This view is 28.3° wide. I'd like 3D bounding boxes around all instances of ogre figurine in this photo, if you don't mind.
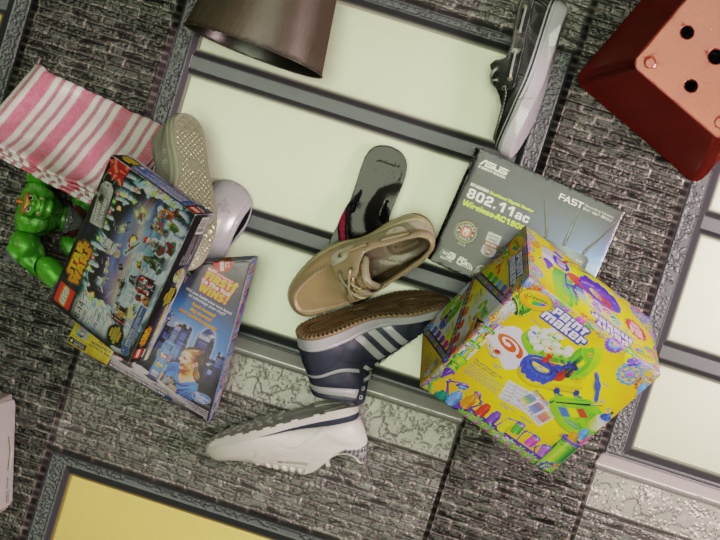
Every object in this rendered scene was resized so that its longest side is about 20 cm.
[{"bbox_3d":[-0.365,-0.062,1.748,0.119,0.098,0.201,13,101,-7],"label":"ogre figurine"}]

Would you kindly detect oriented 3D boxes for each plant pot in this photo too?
[{"bbox_3d":[0.397,-0.241,1.659,0.200,0.176,0.200,40,94,0],"label":"plant pot"}]

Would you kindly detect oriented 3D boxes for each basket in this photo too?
[{"bbox_3d":[-0.093,-0.354,1.704,0.180,0.136,0.201,21,90,7],"label":"basket"}]

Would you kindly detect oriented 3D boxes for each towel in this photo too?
[{"bbox_3d":[-0.347,-0.165,1.731,0.199,0.030,0.147,26,53,3],"label":"towel"}]

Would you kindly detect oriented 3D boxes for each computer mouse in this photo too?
[{"bbox_3d":[-0.207,-0.024,1.766,0.109,0.044,0.201,31,94,2],"label":"computer mouse"}]

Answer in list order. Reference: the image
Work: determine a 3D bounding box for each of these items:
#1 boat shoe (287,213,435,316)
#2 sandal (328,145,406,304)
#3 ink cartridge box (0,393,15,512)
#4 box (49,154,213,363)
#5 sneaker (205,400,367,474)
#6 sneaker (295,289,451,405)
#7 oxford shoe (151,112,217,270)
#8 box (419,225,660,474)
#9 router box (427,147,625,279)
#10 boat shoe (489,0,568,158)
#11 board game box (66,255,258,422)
[{"bbox_3d":[0.000,0.000,1.707,0.199,0.065,0.072,-27,109,9],"label":"boat shoe"},{"bbox_3d":[0.006,-0.057,1.753,0.075,0.045,0.201,15,93,2],"label":"sandal"},{"bbox_3d":[-0.541,0.226,1.775,0.199,0.083,0.148,2,92,3],"label":"ink cartridge box"},{"bbox_3d":[-0.267,-0.014,1.645,0.137,0.040,0.201,34,109,23],"label":"box"},{"bbox_3d":[-0.091,0.217,1.761,0.199,0.076,0.081,-10,102,5],"label":"sneaker"},{"bbox_3d":[0.021,0.096,1.750,0.199,0.070,0.109,-14,114,-15],"label":"sneaker"},{"bbox_3d":[-0.215,-0.090,1.700,0.058,0.075,0.201,-25,62,39],"label":"oxford shoe"},{"bbox_3d":[0.206,0.094,1.658,0.200,0.122,0.193,36,118,-16],"label":"box"},{"bbox_3d":[0.201,-0.042,1.735,0.199,0.062,0.150,23,92,2],"label":"router box"},{"bbox_3d":[0.191,-0.237,1.731,0.071,0.072,0.201,18,83,11],"label":"boat shoe"},{"bbox_3d":[-0.219,0.046,1.727,0.199,0.062,0.200,30,97,0],"label":"board game box"}]
